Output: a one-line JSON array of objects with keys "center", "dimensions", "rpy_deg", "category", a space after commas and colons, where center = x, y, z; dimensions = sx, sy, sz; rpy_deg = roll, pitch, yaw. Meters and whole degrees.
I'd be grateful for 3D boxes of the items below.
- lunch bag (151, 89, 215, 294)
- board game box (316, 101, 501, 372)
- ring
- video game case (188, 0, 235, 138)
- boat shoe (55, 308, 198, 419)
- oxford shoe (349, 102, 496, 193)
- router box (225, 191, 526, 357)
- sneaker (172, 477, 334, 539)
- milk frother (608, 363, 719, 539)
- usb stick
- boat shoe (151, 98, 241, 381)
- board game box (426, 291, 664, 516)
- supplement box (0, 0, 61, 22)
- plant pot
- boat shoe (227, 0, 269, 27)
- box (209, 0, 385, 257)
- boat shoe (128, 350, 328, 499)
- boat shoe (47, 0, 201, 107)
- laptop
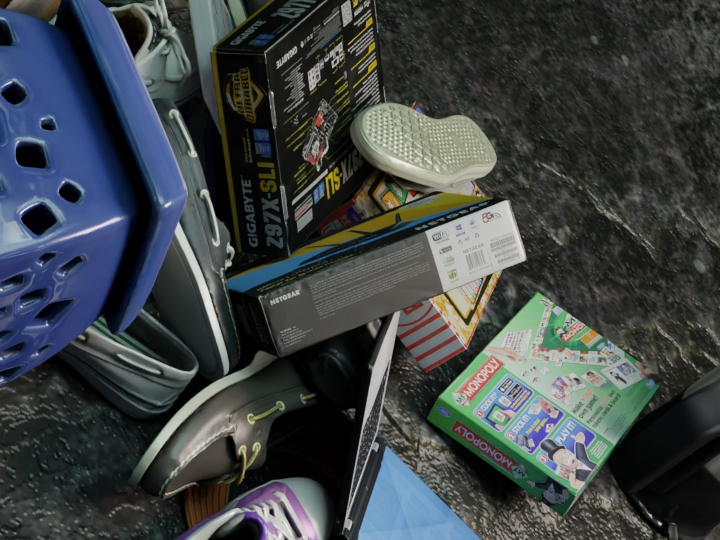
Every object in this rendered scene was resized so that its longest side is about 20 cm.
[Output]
[{"center": [-0.175, -0.089, 1.611], "dimensions": [0.160, 0.075, 0.201], "rpy_deg": [25, 45, -31], "category": "lunch bag"}, {"center": [0.049, -0.031, 1.763], "dimensions": [0.152, 0.046, 0.200], "rpy_deg": [53, 28, -12], "category": "board game box"}, {"center": [-0.040, 0.185, 1.561], "dimensions": [0.200, 0.019, 0.201], "rpy_deg": [27, 43, -27], "category": "ring"}, {"center": [-0.095, -0.131, 1.669], "dimensions": [0.200, 0.018, 0.144], "rpy_deg": [67, 10, -57], "category": "video game case"}, {"center": [-0.197, 0.021, 1.502], "dimensions": [0.200, 0.067, 0.074], "rpy_deg": [35, 40, -18], "category": "boat shoe"}, {"center": [0.043, -0.087, 1.693], "dimensions": [0.075, 0.058, 0.200], "rpy_deg": [61, 23, 13], "category": "oxford shoe"}, {"center": [0.000, 0.000, 1.577], "dimensions": [0.199, 0.149, 0.051], "rpy_deg": [-21, 100, -17], "category": "router box"}, {"center": [-0.069, 0.182, 1.436], "dimensions": [0.200, 0.114, 0.073], "rpy_deg": [-30, 83, -44], "category": "sneaker"}, {"center": [0.324, 0.176, 1.788], "dimensions": [0.200, 0.188, 0.180], "rpy_deg": [53, 40, 7], "category": "milk frother"}, {"center": [-0.009, 0.056, 1.628], "dimensions": [0.056, 0.033, 0.200], "rpy_deg": [53, 13, -6], "category": "usb stick"}, {"center": [-0.120, -0.024, 1.515], "dimensions": [0.060, 0.075, 0.201], "rpy_deg": [-25, 99, -33], "category": "boat shoe"}, {"center": [0.155, 0.105, 1.780], "dimensions": [0.134, 0.029, 0.200], "rpy_deg": [34, 37, 11], "category": "board game box"}, {"center": [-0.248, -0.227, 1.610], "dimensions": [0.074, 0.126, 0.200], "rpy_deg": [50, 37, 0], "category": "supplement box"}, {"center": [-0.225, -0.052, 1.388], "dimensions": [0.179, 0.200, 0.201], "rpy_deg": [-15, 67, -25], "category": "plant pot"}, {"center": [-0.049, -0.140, 1.730], "dimensions": [0.074, 0.063, 0.203], "rpy_deg": [-95, 168, -76], "category": "boat shoe"}, {"center": [-0.041, -0.125, 1.621], "dimensions": [0.200, 0.049, 0.161], "rpy_deg": [-49, 140, -54], "category": "box"}, {"center": [-0.087, 0.111, 1.502], "dimensions": [0.061, 0.072, 0.201], "rpy_deg": [42, 33, 8], "category": "boat shoe"}, {"center": [-0.161, -0.162, 1.547], "dimensions": [0.201, 0.086, 0.075], "rpy_deg": [-4, 66, -54], "category": "boat shoe"}, {"center": [0.052, 0.140, 1.568], "dimensions": [0.115, 0.201, 0.187], "rpy_deg": [12, 18, 4], "category": "laptop"}]
